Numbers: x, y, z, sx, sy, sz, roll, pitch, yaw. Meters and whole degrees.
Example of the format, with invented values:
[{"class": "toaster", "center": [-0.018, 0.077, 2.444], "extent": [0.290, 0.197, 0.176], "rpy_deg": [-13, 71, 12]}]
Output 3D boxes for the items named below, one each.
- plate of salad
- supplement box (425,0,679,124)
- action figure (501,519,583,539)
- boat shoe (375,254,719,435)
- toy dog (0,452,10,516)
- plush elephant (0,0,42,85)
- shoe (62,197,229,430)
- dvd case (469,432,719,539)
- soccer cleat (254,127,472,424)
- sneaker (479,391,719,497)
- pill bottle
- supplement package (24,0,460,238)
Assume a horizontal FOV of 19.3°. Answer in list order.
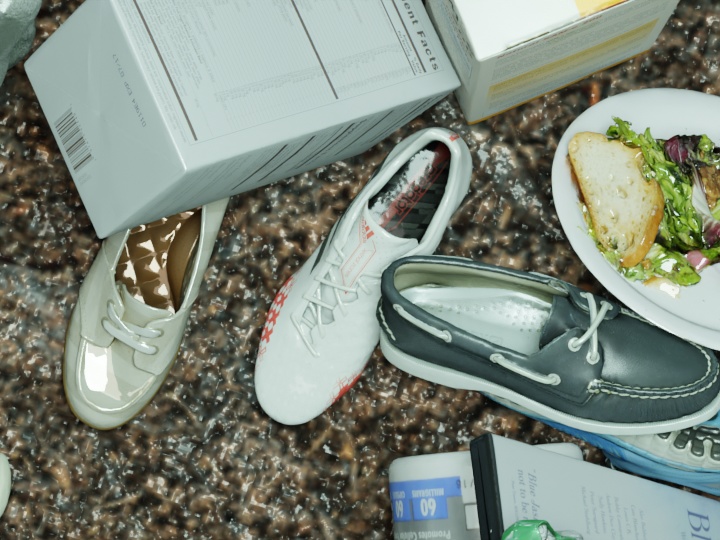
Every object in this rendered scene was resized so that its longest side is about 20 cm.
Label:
[{"class": "plate of salad", "center": [0.208, -0.037, 1.213], "extent": [0.200, 0.048, 0.200], "rpy_deg": [10, 48, -11]}, {"class": "supplement box", "center": [0.106, -0.153, 1.194], "extent": [0.126, 0.200, 0.074], "rpy_deg": [-22, 84, -2]}, {"class": "action figure", "center": [0.142, 0.189, 1.082], "extent": [0.055, 0.118, 0.200], "rpy_deg": [-35, 118, 29]}, {"class": "boat shoe", "center": [0.104, 0.038, 1.172], "extent": [0.200, 0.060, 0.076], "rpy_deg": [8, 50, 11]}, {"class": "toy dog", "center": [-0.304, 0.077, 1.209], "extent": [0.194, 0.140, 0.200], "rpy_deg": [-9, 84, -13]}, {"class": "plush elephant", "center": [-0.278, -0.145, 1.229], "extent": [0.165, 0.200, 0.155], "rpy_deg": [-17, 62, -14]}, {"class": "shoe", "center": [-0.127, -0.002, 1.254], "extent": [0.070, 0.053, 0.200], "rpy_deg": [21, 85, 3]}, {"class": "dvd case", "center": [0.141, 0.175, 1.149], "extent": [0.200, 0.018, 0.143], "rpy_deg": [19, 53, -39]}, {"class": "soccer cleat", "center": [0.000, 0.000, 1.237], "extent": [0.069, 0.085, 0.200], "rpy_deg": [34, 85, 3]}, {"class": "sneaker", "center": [0.139, 0.083, 1.230], "extent": [0.200, 0.090, 0.078], "rpy_deg": [24, 60, 22]}, {"class": "pill bottle", "center": [0.079, 0.202, 1.202], "extent": [0.114, 0.114, 0.200], "rpy_deg": [-5, 84, 0]}, {"class": "supplement package", "center": [-0.064, -0.109, 1.191], "extent": [0.200, 0.110, 0.114], "rpy_deg": [-19, 83, -37]}]
